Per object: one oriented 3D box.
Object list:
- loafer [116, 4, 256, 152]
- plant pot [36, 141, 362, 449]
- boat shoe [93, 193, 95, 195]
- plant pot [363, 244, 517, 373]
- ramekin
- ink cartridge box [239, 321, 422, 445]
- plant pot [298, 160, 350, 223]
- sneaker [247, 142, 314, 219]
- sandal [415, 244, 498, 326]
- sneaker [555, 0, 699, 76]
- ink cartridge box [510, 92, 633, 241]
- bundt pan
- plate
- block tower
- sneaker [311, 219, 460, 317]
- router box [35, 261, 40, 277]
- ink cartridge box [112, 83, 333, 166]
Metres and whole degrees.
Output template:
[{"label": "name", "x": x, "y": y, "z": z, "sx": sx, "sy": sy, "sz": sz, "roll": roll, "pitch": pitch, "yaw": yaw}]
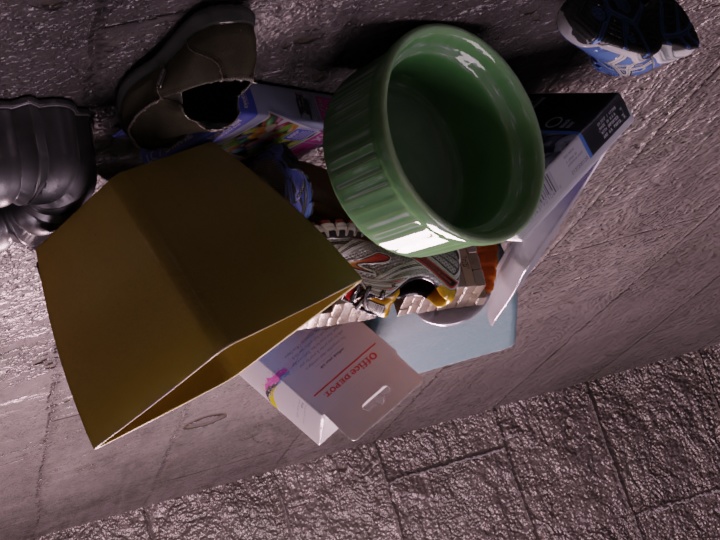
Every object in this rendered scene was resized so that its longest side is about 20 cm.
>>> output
[{"label": "loafer", "x": -0.140, "y": -0.140, "z": 1.442, "sx": 0.075, "sy": 0.070, "sz": 0.200, "roll": -4, "pitch": 160, "yaw": -29}, {"label": "plant pot", "x": -0.158, "y": 0.008, "z": 1.540, "sx": 0.200, "sy": 0.177, "sz": 0.200, "roll": -38, "pitch": 172, "yaw": 38}, {"label": "boat shoe", "x": -0.184, "y": -0.062, "z": 1.713, "sx": 0.066, "sy": 0.074, "sz": 0.200, "roll": -29, "pitch": 173, "yaw": 26}, {"label": "plant pot", "x": 0.063, "y": -0.019, "z": 1.953, "sx": 0.195, "sy": 0.197, "sz": 0.200, "roll": -15, "pitch": 155, "yaw": -12}, {"label": "ramekin", "x": 0.061, "y": -0.108, "z": 1.584, "sx": 0.199, "sy": 0.201, "sz": 0.098, "roll": -5, "pitch": 169, "yaw": -43}, {"label": "ink cartridge box", "x": -0.044, "y": 0.099, "z": 1.879, "sx": 0.116, "sy": 0.200, "sz": 0.068, "roll": -39, "pitch": 158, "yaw": -28}, {"label": "plant pot", "x": -0.035, "y": -0.046, "z": 1.774, "sx": 0.199, "sy": 0.028, "sz": 0.200, "roll": 22, "pitch": 159, "yaw": 9}, {"label": "sneaker", "x": -0.110, "y": -0.043, "z": 1.640, "sx": 0.078, "sy": 0.075, "sz": 0.200, "roll": -25, "pitch": 164, "yaw": -43}, {"label": "sandal", "x": 0.104, "y": -0.021, "z": 1.823, "sx": 0.079, "sy": 0.207, "sz": 0.059, "roll": 20, "pitch": 148, "yaw": -1}, {"label": "sneaker", "x": 0.236, "y": -0.210, "z": 1.647, "sx": 0.077, "sy": 0.076, "sz": 0.200, "roll": -33, "pitch": 159, "yaw": 34}, {"label": "ink cartridge box", "x": 0.135, "y": -0.103, "z": 1.749, "sx": 0.200, "sy": 0.043, "sz": 0.198, "roll": 2, "pitch": -140, "yaw": 50}, {"label": "bundt pan", "x": -0.312, "y": -0.068, "z": 1.502, "sx": 0.201, "sy": 0.076, "sz": 0.202, "roll": -16, "pitch": 166, "yaw": -4}, {"label": "plate", "x": 0.190, "y": -0.055, "z": 1.821, "sx": 0.200, "sy": 0.032, "sz": 0.200, "roll": -55, "pitch": 174, "yaw": -19}, {"label": "block tower", "x": 0.024, "y": 0.012, "z": 1.722, "sx": 0.199, "sy": 0.054, "sz": 0.058, "roll": -7, "pitch": 158, "yaw": -14}, {"label": "sneaker", "x": 0.000, "y": 0.000, "z": 1.650, "sx": 0.199, "sy": 0.083, "sz": 0.078, "roll": -2, "pitch": 160, "yaw": -12}, {"label": "router box", "x": -0.221, "y": -0.011, "z": 1.880, "sx": 0.149, "sy": 0.051, "sz": 0.200, "roll": -27, "pitch": 164, "yaw": 24}, {"label": "ink cartridge box", "x": -0.114, "y": -0.126, "z": 1.609, "sx": 0.119, "sy": 0.042, "sz": 0.200, "roll": -27, "pitch": 162, "yaw": 31}]
